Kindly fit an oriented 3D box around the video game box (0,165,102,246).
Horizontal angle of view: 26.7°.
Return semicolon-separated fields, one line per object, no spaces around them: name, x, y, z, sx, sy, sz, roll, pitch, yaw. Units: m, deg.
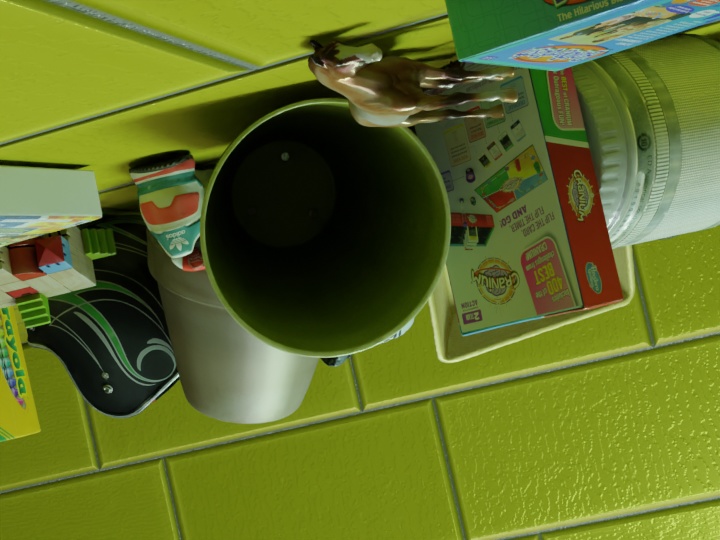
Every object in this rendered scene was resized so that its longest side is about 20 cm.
video game box;-0.325;-0.038;1.158;0.181;0.047;0.200;-12;178;21

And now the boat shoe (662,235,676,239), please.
boat shoe;0.194;-0.051;1.309;0.198;0.072;0.068;3;139;-24

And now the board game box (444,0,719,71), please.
board game box;0.170;-0.167;0.888;0.199;0.045;0.152;-15;177;29

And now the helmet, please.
helmet;-0.245;0.037;1.571;0.200;0.191;0.200;-41;180;0

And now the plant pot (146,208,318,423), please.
plant pot;-0.108;0.042;1.442;0.198;0.175;0.200;5;-157;-2

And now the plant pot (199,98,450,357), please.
plant pot;-0.044;-0.045;1.188;0.185;0.189;0.200;-12;-168;-10

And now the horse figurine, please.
horse figurine;0.035;-0.123;1.021;0.131;0.050;0.200;-1;-176;2

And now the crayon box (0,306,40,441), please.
crayon box;-0.420;0.087;1.601;0.058;0.202;0.172;-14;177;16

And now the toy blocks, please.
toy blocks;-0.337;-0.007;1.396;0.198;0.101;0.137;-13;166;3

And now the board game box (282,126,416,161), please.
board game box;-0.006;-0.105;1.418;0.199;0.035;0.134;-11;177;-33

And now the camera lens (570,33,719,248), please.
camera lens;0.209;-0.101;1.198;0.199;0.162;0.159;-11;177;-36

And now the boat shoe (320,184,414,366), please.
boat shoe;0.000;0.000;1.313;0.091;0.201;0.071;-30;-130;-26

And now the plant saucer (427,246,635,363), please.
plant saucer;0.141;-0.036;1.359;0.198;0.201;0.049;-18;-148;-10

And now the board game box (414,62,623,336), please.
board game box;0.111;-0.061;1.133;0.040;0.202;0.153;-11;177;-33

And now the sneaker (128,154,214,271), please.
sneaker;-0.155;-0.044;1.336;0.070;0.094;0.200;-13;177;2
